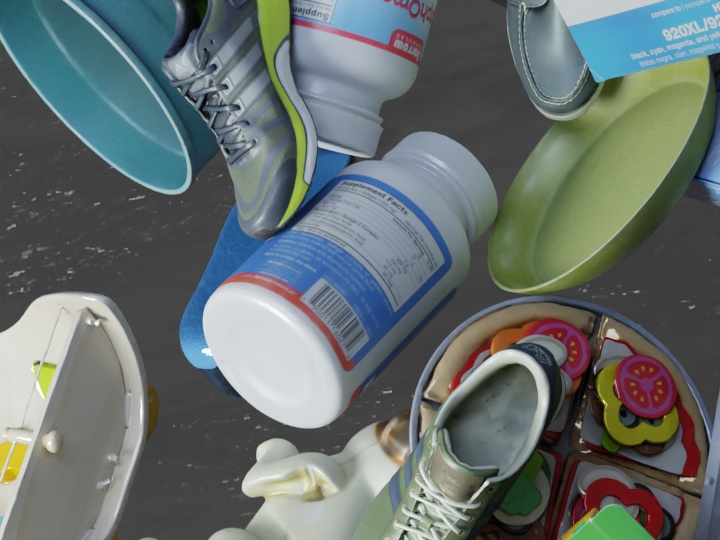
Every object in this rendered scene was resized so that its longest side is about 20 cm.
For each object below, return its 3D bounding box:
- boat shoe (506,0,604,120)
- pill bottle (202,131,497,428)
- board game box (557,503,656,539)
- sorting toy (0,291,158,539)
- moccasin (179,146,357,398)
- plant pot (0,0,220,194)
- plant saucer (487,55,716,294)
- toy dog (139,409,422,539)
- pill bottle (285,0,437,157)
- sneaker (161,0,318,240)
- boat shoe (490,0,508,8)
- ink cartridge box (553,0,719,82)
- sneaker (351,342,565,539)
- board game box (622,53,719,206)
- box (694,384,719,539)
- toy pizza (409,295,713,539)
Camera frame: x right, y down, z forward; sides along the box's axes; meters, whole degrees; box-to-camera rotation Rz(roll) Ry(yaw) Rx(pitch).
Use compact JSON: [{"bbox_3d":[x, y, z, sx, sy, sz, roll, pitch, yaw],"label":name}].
[{"bbox_3d":[0.125,-0.200,1.728,0.073,0.062,0.200,-1,84,19],"label":"boat shoe"},{"bbox_3d":[0.000,0.000,1.695,0.112,0.112,0.200,22,48,30],"label":"pill bottle"},{"bbox_3d":[0.111,0.227,1.558,0.096,0.030,0.200,45,111,-4],"label":"board game box"},{"bbox_3d":[-0.246,0.118,1.785,0.180,0.107,0.200,6,69,33],"label":"sorting toy"},{"bbox_3d":[-0.060,-0.002,1.773,0.080,0.068,0.200,10,54,38],"label":"moccasin"},{"bbox_3d":[-0.125,-0.189,1.828,0.200,0.200,0.188,33,68,32],"label":"plant pot"},{"bbox_3d":[0.159,-0.061,1.681,0.200,0.031,0.200,-43,23,23],"label":"plant saucer"},{"bbox_3d":[-0.008,0.166,1.624,0.200,0.140,0.194,-42,28,-20],"label":"toy dog"},{"bbox_3d":[-0.004,-0.181,1.750,0.109,0.109,0.200,14,88,28],"label":"pill bottle"},{"bbox_3d":[-0.085,-0.112,1.683,0.074,0.081,0.200,-36,59,46],"label":"sneaker"},{"bbox_3d":[0.090,-0.225,1.815,0.200,0.075,0.062,34,84,30],"label":"boat shoe"},{"bbox_3d":[0.190,-0.249,1.648,0.145,0.200,0.147,-10,25,50],"label":"ink cartridge box"},{"bbox_3d":[0.048,0.122,1.516,0.067,0.090,0.200,34,83,10],"label":"sneaker"},{"bbox_3d":[0.259,-0.106,1.643,0.151,0.037,0.200,-52,20,-5],"label":"board game box"},{"bbox_3d":[0.284,0.139,1.574,0.158,0.048,0.200,2,67,25],"label":"box"},{"bbox_3d":[0.128,0.106,1.603,0.200,0.032,0.200,6,68,-15],"label":"toy pizza"}]
